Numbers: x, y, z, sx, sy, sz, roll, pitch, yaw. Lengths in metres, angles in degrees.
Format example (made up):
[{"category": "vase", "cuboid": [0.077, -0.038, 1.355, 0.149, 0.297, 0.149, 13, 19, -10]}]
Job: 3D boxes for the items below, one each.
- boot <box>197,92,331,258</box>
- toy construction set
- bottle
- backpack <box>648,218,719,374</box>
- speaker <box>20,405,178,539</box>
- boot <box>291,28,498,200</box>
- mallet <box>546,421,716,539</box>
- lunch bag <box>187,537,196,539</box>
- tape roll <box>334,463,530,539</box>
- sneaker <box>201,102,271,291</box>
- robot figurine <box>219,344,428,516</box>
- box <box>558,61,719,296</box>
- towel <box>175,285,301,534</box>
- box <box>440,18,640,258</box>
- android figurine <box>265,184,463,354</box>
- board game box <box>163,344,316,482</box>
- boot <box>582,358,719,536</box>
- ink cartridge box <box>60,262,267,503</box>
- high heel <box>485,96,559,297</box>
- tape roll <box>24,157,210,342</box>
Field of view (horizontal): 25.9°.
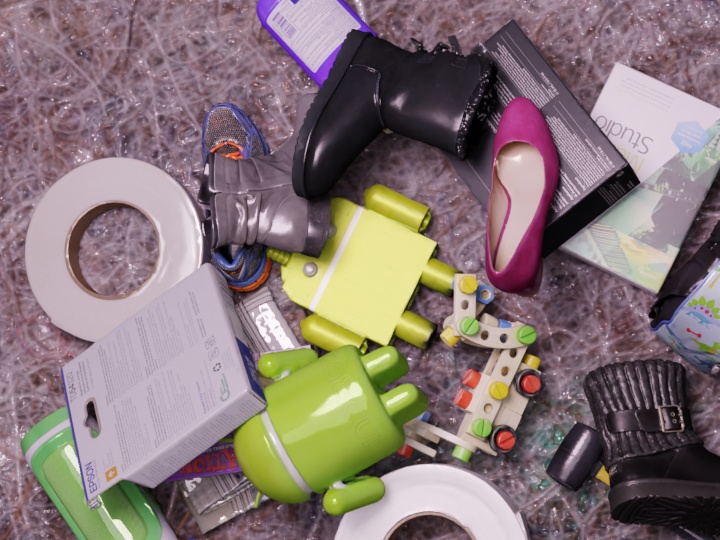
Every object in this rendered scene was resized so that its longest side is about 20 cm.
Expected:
[{"category": "boot", "cuboid": [-0.096, -0.109, 1.598, 0.131, 0.070, 0.201, 8, 55, -11]}, {"category": "toy construction set", "cuboid": [0.108, 0.113, 1.574, 0.131, 0.092, 0.201, 28, 96, -13]}, {"category": "bottle", "cuboid": [-0.021, -0.229, 1.642, 0.084, 0.065, 0.200, -45, 75, 6]}, {"category": "backpack", "cuboid": [0.380, 0.019, 1.487, 0.147, 0.200, 0.183, 38, 89, 9]}, {"category": "speaker", "cuboid": [-0.268, 0.240, 1.623, 0.088, 0.088, 0.200, -38, 79, 3]}, {"category": "boot", "cuboid": [0.037, -0.144, 1.534, 0.162, 0.073, 0.199, 17, 73, 20]}, {"category": "mallet", "cuboid": [0.276, 0.238, 1.564, 0.200, 0.041, 0.066, 41, 90, 7]}, {"category": "lunch bag", "cuboid": [-0.131, 0.398, 1.565, 0.169, 0.124, 0.201, 18, 108, 9]}, {"category": "tape roll", "cuboid": [0.074, 0.294, 1.569, 0.201, 0.071, 0.203, -1, 83, 9]}, {"category": "sneaker", "cuboid": [-0.131, -0.081, 1.641, 0.075, 0.078, 0.201, -10, 82, 7]}, {"category": "robot figurine", "cuboid": [-0.036, 0.149, 1.521, 0.199, 0.116, 0.176, -30, 73, 4]}, {"category": "box", "cuboid": [0.282, -0.094, 1.599, 0.144, 0.036, 0.201, 26, 90, 11]}, {"category": "towel", "cuboid": [-0.129, 0.148, 1.637, 0.192, 0.035, 0.200, -31, 80, 4]}, {"category": "box", "cuboid": [0.164, -0.128, 1.577, 0.141, 0.079, 0.200, -37, 68, 8]}, {"category": "android figurine", "cuboid": [0.000, 0.000, 1.629, 0.199, 0.041, 0.183, 27, 86, 9]}, {"category": "board game box", "cuboid": [-0.137, 0.150, 1.614, 0.199, 0.032, 0.121, -10, 86, 11]}, {"category": "boot", "cuboid": [0.327, 0.170, 1.541, 0.210, 0.080, 0.158, 10, 52, -18]}, {"category": "ink cartridge box", "cuboid": [-0.200, 0.116, 1.560, 0.200, 0.043, 0.197, -36, 42, 12]}, {"category": "high heel", "cuboid": [0.144, -0.076, 1.480, 0.067, 0.096, 0.201, 2, 80, 22]}, {"category": "tape roll", "cuboid": [-0.261, -0.020, 1.676, 0.202, 0.037, 0.204, -1, 83, 8]}]
